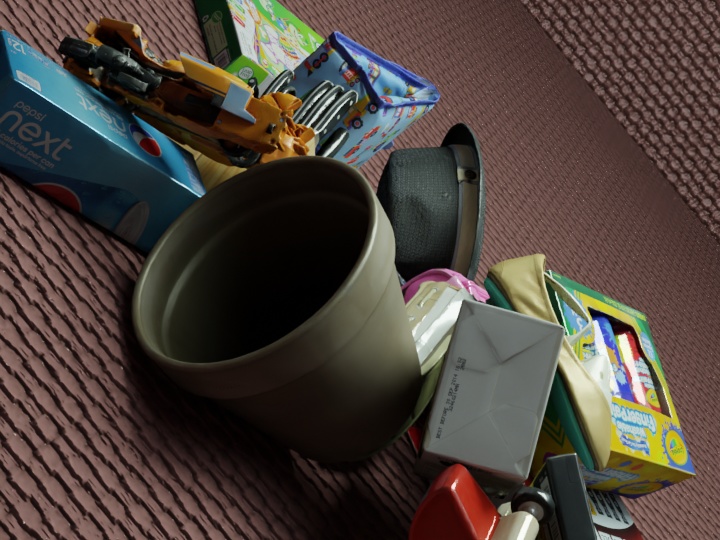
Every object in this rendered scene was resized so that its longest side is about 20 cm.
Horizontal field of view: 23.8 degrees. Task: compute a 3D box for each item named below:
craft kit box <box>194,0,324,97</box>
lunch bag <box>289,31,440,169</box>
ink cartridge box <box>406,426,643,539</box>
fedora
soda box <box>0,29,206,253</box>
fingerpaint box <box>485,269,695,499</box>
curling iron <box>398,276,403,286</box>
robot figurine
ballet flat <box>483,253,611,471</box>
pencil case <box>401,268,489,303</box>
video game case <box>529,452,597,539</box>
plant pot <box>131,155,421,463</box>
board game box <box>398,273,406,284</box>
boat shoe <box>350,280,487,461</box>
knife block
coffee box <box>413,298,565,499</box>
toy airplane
[{"bbox_3d":[-0.089,-0.223,1.822,0.197,0.048,0.200,38,23,-40],"label":"craft kit box"},{"bbox_3d":[-0.011,-0.137,1.669,0.094,0.150,0.200,57,20,17],"label":"lunch bag"},{"bbox_3d":[0.153,0.204,1.518,0.200,0.084,0.176,25,31,-50],"label":"ink cartridge box"},{"bbox_3d":[0.063,-0.055,1.745,0.091,0.201,0.201,6,34,-11],"label":"fedora"},{"bbox_3d":[-0.208,-0.092,1.276,0.200,0.068,0.064,34,24,-40],"label":"soda box"},{"bbox_3d":[0.209,0.106,1.527,0.200,0.073,0.167,22,48,-53],"label":"fingerpaint box"},{"bbox_3d":[0.000,0.000,1.480,0.050,0.025,0.200,69,13,20],"label":"curling iron"},{"bbox_3d":[-0.137,-0.133,1.321,0.199,0.058,0.145,25,-11,11],"label":"robot figurine"},{"bbox_3d":[0.170,0.068,1.405,0.069,0.063,0.200,79,-15,-65],"label":"ballet flat"},{"bbox_3d":[0.107,0.058,1.562,0.200,0.094,0.091,26,37,-56],"label":"pencil case"},{"bbox_3d":[0.158,0.250,1.258,0.181,0.025,0.201,97,-18,-72],"label":"video game case"},{"bbox_3d":[-0.041,0.046,1.260,0.174,0.199,0.200,56,12,-38],"label":"plant pot"},{"bbox_3d":[0.001,0.017,1.594,0.200,0.035,0.135,51,19,2],"label":"board game box"},{"bbox_3d":[0.029,0.081,1.409,0.068,0.075,0.200,33,50,21],"label":"boat shoe"},{"bbox_3d":[-0.070,-0.080,1.407,0.064,0.175,0.200,88,-13,-45],"label":"knife block"},{"bbox_3d":[0.093,0.101,1.279,0.080,0.113,0.200,16,-11,3],"label":"coffee box"},{"bbox_3d":[0.073,0.249,1.223,0.200,0.141,0.200,36,57,-65],"label":"toy airplane"}]
